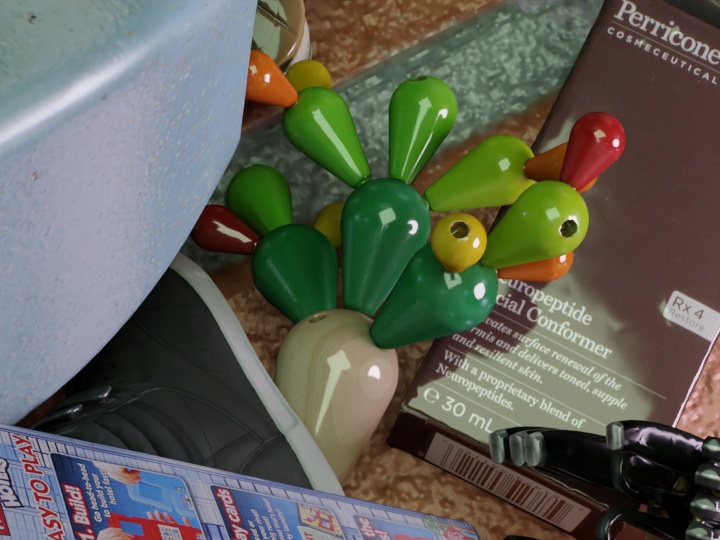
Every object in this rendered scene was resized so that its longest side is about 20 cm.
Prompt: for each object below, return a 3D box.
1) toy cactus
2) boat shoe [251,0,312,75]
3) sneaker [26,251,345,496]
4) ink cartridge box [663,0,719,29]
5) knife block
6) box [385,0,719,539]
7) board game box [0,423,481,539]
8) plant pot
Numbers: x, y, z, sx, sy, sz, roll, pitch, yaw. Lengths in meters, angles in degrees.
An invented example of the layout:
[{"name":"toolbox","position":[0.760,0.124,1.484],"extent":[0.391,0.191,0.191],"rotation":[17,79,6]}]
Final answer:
[{"name":"toy cactus","position":[0.000,0.000,0.783],"extent":[0.200,0.102,0.165],"rotation":[9,76,41]},{"name":"boat shoe","position":[-0.119,-0.110,0.870],"extent":[0.200,0.063,0.073],"rotation":[8,81,5]},{"name":"sneaker","position":[-0.091,0.046,0.757],"extent":[0.099,0.071,0.200],"rotation":[2,35,-41]},{"name":"ink cartridge box","position":[0.181,-0.191,0.881],"extent":[0.145,0.084,0.200],"rotation":[37,75,-7]},{"name":"knife block","position":[0.141,0.100,0.778],"extent":[0.175,0.200,0.064],"rotation":[10,82,19]},{"name":"box","position":[0.099,-0.002,0.842],"extent":[0.100,0.075,0.200],"rotation":[26,73,3]},{"name":"board game box","position":[-0.085,0.132,0.664],"extent":[0.200,0.200,0.062],"rotation":[-46,39,16]},{"name":"plant pot","position":[-0.144,-0.063,0.676],"extent":[0.200,0.196,0.196],"rotation":[-31,68,-24]}]
